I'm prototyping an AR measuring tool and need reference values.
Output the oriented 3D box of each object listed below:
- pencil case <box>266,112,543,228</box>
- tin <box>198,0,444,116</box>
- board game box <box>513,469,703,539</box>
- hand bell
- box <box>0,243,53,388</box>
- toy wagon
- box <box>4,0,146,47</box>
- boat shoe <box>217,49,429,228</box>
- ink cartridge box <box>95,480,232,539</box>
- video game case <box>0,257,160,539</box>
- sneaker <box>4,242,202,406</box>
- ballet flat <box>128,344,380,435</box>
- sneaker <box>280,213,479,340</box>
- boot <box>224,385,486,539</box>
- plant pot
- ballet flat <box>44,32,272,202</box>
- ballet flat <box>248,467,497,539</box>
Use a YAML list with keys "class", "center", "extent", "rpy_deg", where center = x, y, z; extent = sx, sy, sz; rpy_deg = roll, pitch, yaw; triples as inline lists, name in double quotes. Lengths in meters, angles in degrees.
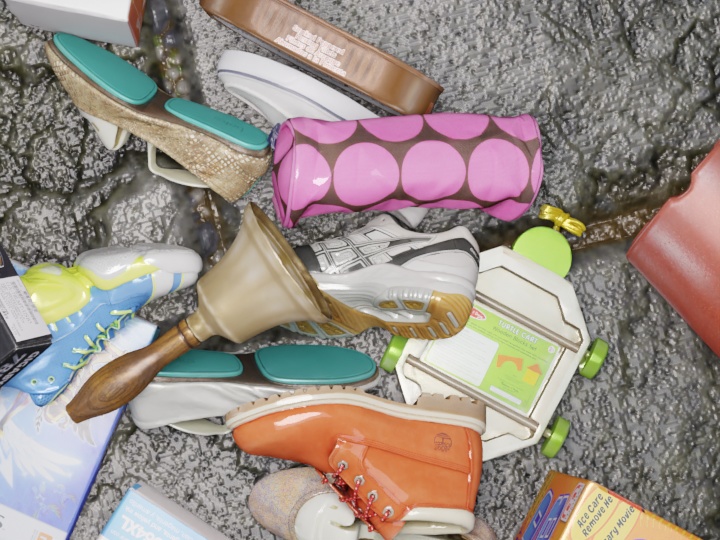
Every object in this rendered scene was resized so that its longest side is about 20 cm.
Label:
- class: "pencil case"
  center: [0.033, -0.073, 1.510]
  extent: [0.198, 0.094, 0.091]
  rpy_deg: [0, 53, -12]
- class: "tin"
  center: [-0.031, -0.169, 1.554]
  extent: [0.199, 0.112, 0.042]
  rpy_deg: [27, 96, 0]
- class: "board game box"
  center: [0.194, 0.284, 1.496]
  extent: [0.199, 0.200, 0.201]
  rpy_deg: [28, 86, -1]
- class: "hand bell"
  center: [-0.130, 0.049, 1.478]
  extent: [0.199, 0.104, 0.105]
  rpy_deg: [-35, 89, 5]
- class: "box"
  center: [-0.341, 0.022, 1.480]
  extent: [0.200, 0.050, 0.200]
  rpy_deg: [-38, 75, 28]
- class: "toy wagon"
  center: [0.114, 0.045, 1.585]
  extent: [0.154, 0.040, 0.201]
  rpy_deg: [28, 85, -1]
- class: "box"
  center: [-0.200, -0.284, 1.544]
  extent: [0.096, 0.124, 0.202]
  rpy_deg: [11, 87, -2]
- class: "boat shoe"
  center: [-0.029, -0.100, 1.573]
  extent: [0.199, 0.072, 0.066]
  rpy_deg: [30, 81, -9]
- class: "ink cartridge box"
  center: [-0.170, 0.276, 1.515]
  extent: [0.125, 0.129, 0.201]
  rpy_deg: [33, 86, 0]
- class: "video game case"
  center: [-0.274, 0.098, 1.561]
  extent: [0.180, 0.045, 0.202]
  rpy_deg: [23, 86, -2]
- class: "sneaker"
  center: [-0.210, 0.042, 1.518]
  extent: [0.198, 0.076, 0.106]
  rpy_deg: [-9, 97, 2]
- class: "ballet flat"
  center: [-0.085, 0.094, 1.560]
  extent: [0.198, 0.069, 0.070]
  rpy_deg: [1, 87, -16]
- class: "sneaker"
  center: [0.000, 0.000, 1.560]
  extent: [0.198, 0.076, 0.088]
  rpy_deg: [6, 57, 22]
- class: "boot"
  center: [-0.003, 0.143, 1.503]
  extent: [0.198, 0.075, 0.108]
  rpy_deg: [6, 73, -11]
- class: "plant pot"
  center: [0.317, -0.002, 1.529]
  extent: [0.195, 0.201, 0.201]
  rpy_deg: [42, 86, 8]
- class: "ballet flat"
  center: [-0.164, -0.111, 1.566]
  extent: [0.199, 0.070, 0.066]
  rpy_deg: [29, 116, 10]
- class: "ballet flat"
  center: [0.011, 0.198, 1.553]
  extent: [0.198, 0.067, 0.069]
  rpy_deg: [11, 106, -1]
